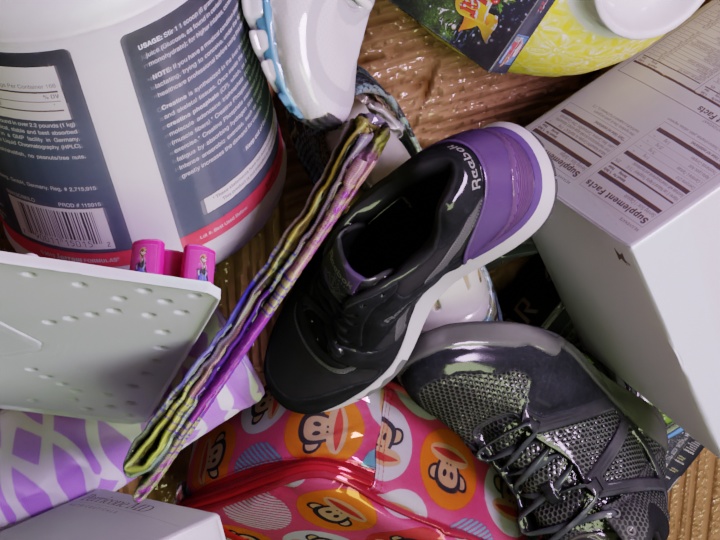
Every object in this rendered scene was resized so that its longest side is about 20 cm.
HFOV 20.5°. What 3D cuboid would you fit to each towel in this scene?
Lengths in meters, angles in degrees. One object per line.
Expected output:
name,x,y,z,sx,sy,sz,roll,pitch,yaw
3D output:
towel,-0.047,0.009,0.940,0.023,0.144,0.200,34,99,-3

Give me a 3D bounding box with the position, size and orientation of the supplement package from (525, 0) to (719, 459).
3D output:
supplement package,0.208,-0.038,1.063,0.200,0.151,0.152,-34,123,-9

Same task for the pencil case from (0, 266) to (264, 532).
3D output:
pencil case,-0.149,0.078,1.047,0.200,0.084,0.086,-30,111,-13

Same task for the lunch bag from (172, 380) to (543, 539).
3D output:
lunch bag,-0.001,0.133,1.136,0.200,0.082,0.176,28,147,-31

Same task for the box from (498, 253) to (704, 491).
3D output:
box,0.148,0.076,1.256,0.200,0.044,0.160,28,103,-42

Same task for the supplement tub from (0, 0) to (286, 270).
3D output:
supplement tub,-0.117,-0.104,0.895,0.140,0.140,0.200,-26,131,-15

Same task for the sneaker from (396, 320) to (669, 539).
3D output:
sneaker,0.100,0.102,1.058,0.076,0.115,0.199,-29,136,29

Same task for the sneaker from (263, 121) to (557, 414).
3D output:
sneaker,0.000,0.000,0.967,0.087,0.076,0.200,-10,149,-53

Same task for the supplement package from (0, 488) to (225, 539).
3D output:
supplement package,-0.162,0.196,0.934,0.200,0.117,0.118,-21,104,-36

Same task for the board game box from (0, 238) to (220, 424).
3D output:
board game box,-0.178,0.019,0.903,0.199,0.026,0.200,9,157,-13

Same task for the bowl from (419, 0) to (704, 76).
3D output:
bowl,0.125,-0.177,1.022,0.200,0.108,0.201,-17,128,-23

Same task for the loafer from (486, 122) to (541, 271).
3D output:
loafer,0.057,-0.027,1.128,0.200,0.063,0.072,-34,103,-14

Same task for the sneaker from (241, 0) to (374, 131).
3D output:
sneaker,-0.001,-0.163,0.892,0.075,0.086,0.201,25,65,-67

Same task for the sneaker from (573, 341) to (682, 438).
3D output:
sneaker,0.156,0.066,1.175,0.200,0.071,0.083,-46,139,7

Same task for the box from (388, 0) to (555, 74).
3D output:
box,0.067,-0.214,0.944,0.200,0.136,0.038,-56,168,12

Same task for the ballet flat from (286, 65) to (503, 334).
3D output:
ballet flat,0.023,-0.017,1.045,0.074,0.074,0.200,-35,108,-7
